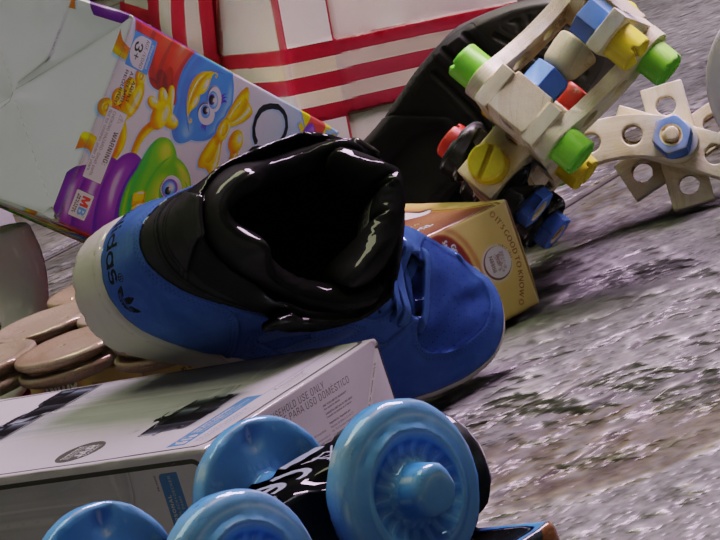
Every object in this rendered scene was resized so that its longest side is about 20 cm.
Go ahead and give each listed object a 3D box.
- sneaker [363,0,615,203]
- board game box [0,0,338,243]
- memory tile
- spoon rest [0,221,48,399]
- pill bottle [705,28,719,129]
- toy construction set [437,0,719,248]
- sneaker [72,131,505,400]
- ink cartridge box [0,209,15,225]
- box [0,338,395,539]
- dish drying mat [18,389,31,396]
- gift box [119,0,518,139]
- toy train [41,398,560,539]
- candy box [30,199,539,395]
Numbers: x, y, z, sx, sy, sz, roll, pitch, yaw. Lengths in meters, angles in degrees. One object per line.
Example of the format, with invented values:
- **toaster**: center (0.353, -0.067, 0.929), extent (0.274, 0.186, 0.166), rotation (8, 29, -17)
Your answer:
- **sneaker**: center (0.064, -0.076, 1.447), extent (0.199, 0.076, 0.114), rotation (-45, -7, 30)
- **board game box**: center (-0.114, -0.061, 1.402), extent (0.103, 0.105, 0.200), rotation (19, -3, 31)
- **memory tile**: center (-0.085, 0.012, 1.234), extent (0.153, 0.017, 0.200), rotation (-12, 14, 31)
- **spoon rest**: center (-0.199, 0.061, 1.343), extent (0.099, 0.061, 0.200), rotation (-12, 33, 34)
- **pill bottle**: center (0.235, -0.114, 1.353), extent (0.114, 0.114, 0.200), rotation (-13, 12, 28)
- **toy construction set**: center (0.103, -0.075, 1.310), extent (0.131, 0.092, 0.200), rotation (-51, -29, 0)
- **sneaker**: center (0.000, 0.001, 1.102), extent (0.200, 0.077, 0.111), rotation (12, -25, -35)
- **ink cartridge box**: center (-0.308, 0.017, 1.697), extent (0.200, 0.086, 0.148), rotation (-24, 12, -19)
- **box**: center (-0.093, 0.084, 1.062), extent (0.200, 0.060, 0.117), rotation (-10, 13, 38)
- **dish drying mat**: center (-0.154, 0.062, 1.391), extent (0.200, 0.018, 0.077), rotation (-10, 16, 32)
- **gift box**: center (-0.031, -0.101, 1.595), extent (0.187, 0.185, 0.200), rotation (-15, 3, -33)
- **toy train**: center (-0.033, 0.109, 0.693), extent (0.200, 0.114, 0.087), rotation (-28, 11, -38)
- **candy box**: center (-0.034, 0.028, 1.260), extent (0.200, 0.057, 0.117), rotation (-26, 13, -29)
